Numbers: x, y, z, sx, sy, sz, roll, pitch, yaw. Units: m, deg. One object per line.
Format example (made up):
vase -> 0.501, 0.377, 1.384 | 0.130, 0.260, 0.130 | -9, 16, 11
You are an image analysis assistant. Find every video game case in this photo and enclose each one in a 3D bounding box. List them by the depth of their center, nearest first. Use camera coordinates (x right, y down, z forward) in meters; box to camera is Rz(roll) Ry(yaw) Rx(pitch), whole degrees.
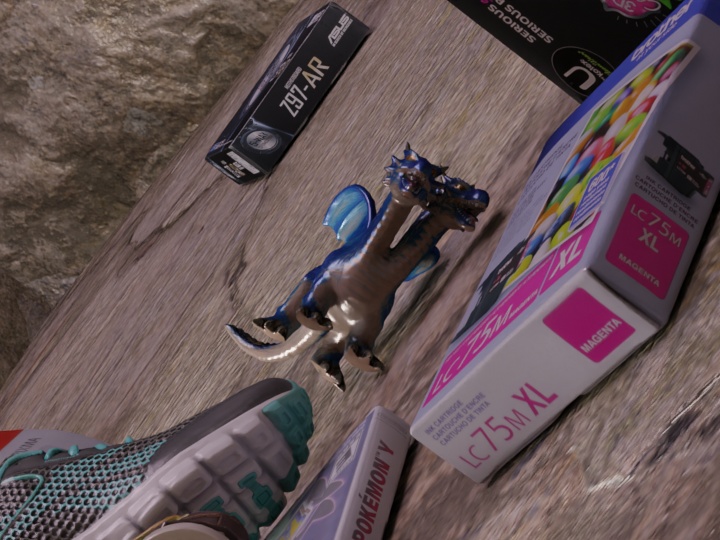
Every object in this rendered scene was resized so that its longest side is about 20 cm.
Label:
video game case -> -0.055, 0.166, 1.102 | 0.200, 0.023, 0.182 | -50, 9, 25

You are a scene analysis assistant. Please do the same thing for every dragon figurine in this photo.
dragon figurine -> 0.000, 0.000, 1.352 | 0.100, 0.059, 0.200 | -57, 9, -19

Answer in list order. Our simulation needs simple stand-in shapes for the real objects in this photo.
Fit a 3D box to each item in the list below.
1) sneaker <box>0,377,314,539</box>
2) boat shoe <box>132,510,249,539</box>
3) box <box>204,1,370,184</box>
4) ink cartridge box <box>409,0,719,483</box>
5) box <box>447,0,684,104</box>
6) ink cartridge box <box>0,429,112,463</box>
sneaker -> -0.111, 0.098, 1.151 | 0.200, 0.091, 0.078 | -36, -33, -14
boat shoe -> -0.113, 0.174, 1.088 | 0.200, 0.072, 0.060 | -50, 2, 9
box -> -0.068, -0.157, 2.497 | 0.161, 0.043, 0.200 | -55, 8, -5
ink cartridge box -> 0.091, -0.026, 1.002 | 0.119, 0.042, 0.200 | -46, 10, 46
box -> 0.128, -0.183, 1.136 | 0.149, 0.124, 0.200 | -58, 10, -30
ink cartridge box -> -0.161, 0.104, 1.260 | 0.050, 0.200, 0.162 | -49, -1, 22
